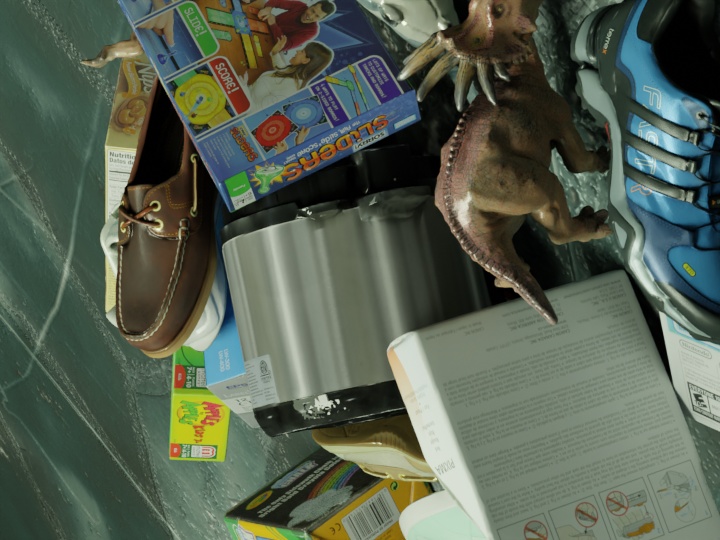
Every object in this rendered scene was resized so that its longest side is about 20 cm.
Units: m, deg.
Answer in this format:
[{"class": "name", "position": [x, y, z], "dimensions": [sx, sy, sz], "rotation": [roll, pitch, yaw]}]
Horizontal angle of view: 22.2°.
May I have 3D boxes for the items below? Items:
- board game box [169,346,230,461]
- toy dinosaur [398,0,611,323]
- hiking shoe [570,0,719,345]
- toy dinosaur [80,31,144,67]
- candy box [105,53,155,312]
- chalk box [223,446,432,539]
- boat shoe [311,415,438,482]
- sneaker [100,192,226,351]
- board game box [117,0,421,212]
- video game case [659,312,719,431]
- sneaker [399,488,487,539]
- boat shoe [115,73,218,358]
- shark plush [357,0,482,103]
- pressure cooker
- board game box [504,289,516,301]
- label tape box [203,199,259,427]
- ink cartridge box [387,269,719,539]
[{"class": "board game box", "position": [-0.129, 0.044, 1.507], "dimensions": [0.102, 0.048, 0.200], "rotation": [100, 171, -54]}, {"class": "toy dinosaur", "position": [0.076, -0.070, 1.052], "dimensions": [0.086, 0.200, 0.135], "rotation": [-11, 151, 36]}, {"class": "hiking shoe", "position": [0.173, -0.057, 0.966], "dimensions": [0.087, 0.074, 0.200], "rotation": [-31, 78, 58]}, {"class": "toy dinosaur", "position": [-0.122, -0.205, 1.333], "dimensions": [0.200, 0.086, 0.136], "rotation": [11, 94, 34]}, {"class": "candy box", "position": [-0.177, -0.069, 1.506], "dimensions": [0.200, 0.055, 0.116], "rotation": [98, 176, -48]}, {"class": "chalk box", "position": [-0.024, 0.235, 1.578], "dimensions": [0.200, 0.125, 0.124], "rotation": [-3, 116, 61]}, {"class": "boat shoe", "position": [0.055, 0.126, 1.399], "dimensions": [0.200, 0.074, 0.066], "rotation": [4, 151, 45]}, {"class": "sneaker", "position": [-0.141, -0.044, 1.308], "dimensions": [0.070, 0.080, 0.201], "rotation": [144, 128, -58]}, {"class": "board game box", "position": [-0.065, -0.146, 1.174], "dimensions": [0.200, 0.135, 0.034], "rotation": [61, 174, 31]}, {"class": "video game case", "position": [0.244, 0.036, 1.034], "dimensions": [0.200, 0.024, 0.182], "rotation": [24, 137, 49]}, {"class": "sneaker", "position": [0.098, 0.209, 1.321], "dimensions": [0.200, 0.074, 0.118], "rotation": [-33, 71, 58]}, {"class": "boat shoe", "position": [-0.134, -0.044, 1.236], "dimensions": [0.070, 0.200, 0.070], "rotation": [-3, 157, 30]}, {"class": "shark plush", "position": [0.029, -0.185, 1.153], "dimensions": [0.200, 0.091, 0.083], "rotation": [39, 175, -9]}, {"class": "pressure cooker", "position": [-0.002, 0.000, 1.215], "dimensions": [0.176, 0.179, 0.200], "rotation": [-15, 84, 24]}, {"class": "board game box", "position": [0.080, 0.041, 1.315], "dimensions": [0.200, 0.019, 0.103], "rotation": [38, 148, 33]}, {"class": "label tape box", "position": [-0.084, 0.023, 1.369], "dimensions": [0.200, 0.066, 0.144], "rotation": [53, -151, -68]}, {"class": "ink cartridge box", "position": [0.124, 0.113, 1.118], "dimensions": [0.050, 0.162, 0.200], "rotation": [-34, 73, 63]}]
